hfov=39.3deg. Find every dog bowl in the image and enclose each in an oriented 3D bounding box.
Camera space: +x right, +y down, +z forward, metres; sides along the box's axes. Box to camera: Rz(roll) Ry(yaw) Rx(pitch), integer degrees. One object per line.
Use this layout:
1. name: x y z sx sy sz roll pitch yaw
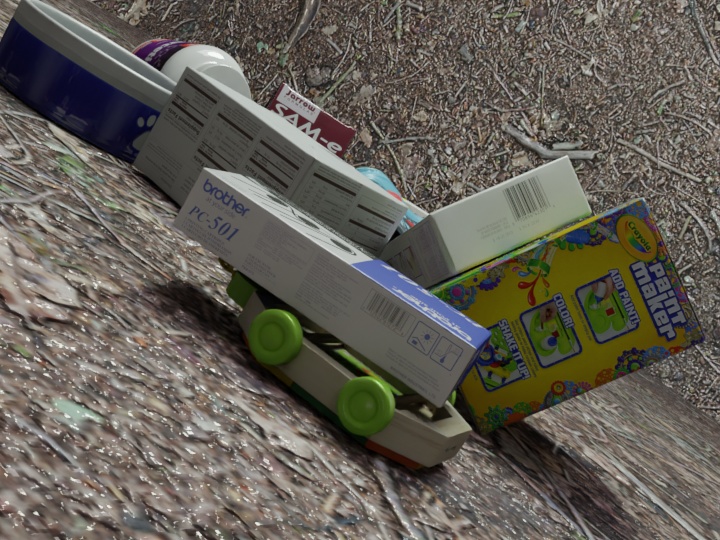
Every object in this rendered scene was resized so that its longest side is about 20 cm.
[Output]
1. dog bowl: -0.266 -0.187 1.014 0.199 0.079 0.200 32 8 -5

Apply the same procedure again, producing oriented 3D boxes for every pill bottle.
1. pill bottle: -0.205 -0.211 1.187 0.112 0.114 0.199 27 -2 -35

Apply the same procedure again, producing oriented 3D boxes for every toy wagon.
1. toy wagon: -0.019 0.053 0.648 0.199 0.040 0.155 35 7 19

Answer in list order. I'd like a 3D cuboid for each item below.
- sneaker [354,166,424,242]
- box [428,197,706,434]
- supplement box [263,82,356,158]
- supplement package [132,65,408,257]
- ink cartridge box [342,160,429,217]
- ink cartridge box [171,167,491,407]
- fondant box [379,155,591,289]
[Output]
1. sneaker: 0.044 -0.023 1.160 0.199 0.079 0.096 39 34 -23
2. box: 0.172 0.033 0.872 0.123 0.191 0.200 66 11 3
3. supplement box: -0.092 -0.149 1.262 0.108 0.061 0.200 31 -21 -11
4. supplement package: -0.085 -0.079 0.946 0.200 0.112 0.155 39 10 36
5. ink cartridge box: 0.027 -0.054 1.302 0.198 0.084 0.145 32 -3 -9
6. ink cartridge box: -0.014 0.007 0.638 0.199 0.045 0.094 34 9 9
7. fondant box: 0.104 -0.032 0.937 0.059 0.143 0.200 66 -16 4
